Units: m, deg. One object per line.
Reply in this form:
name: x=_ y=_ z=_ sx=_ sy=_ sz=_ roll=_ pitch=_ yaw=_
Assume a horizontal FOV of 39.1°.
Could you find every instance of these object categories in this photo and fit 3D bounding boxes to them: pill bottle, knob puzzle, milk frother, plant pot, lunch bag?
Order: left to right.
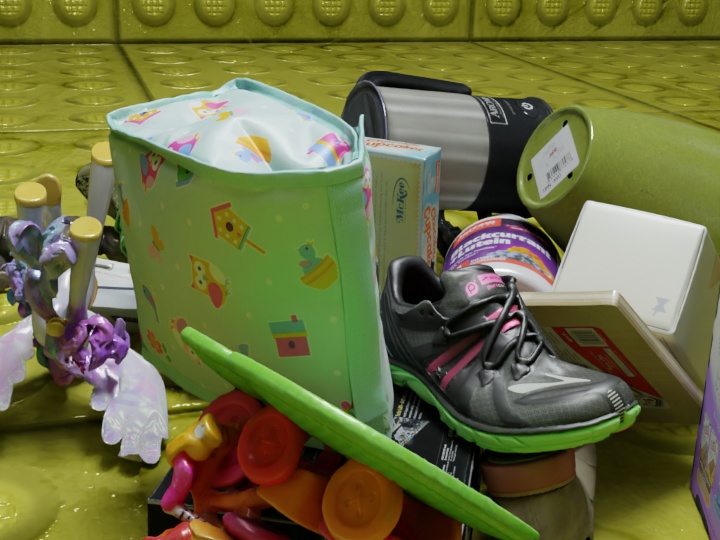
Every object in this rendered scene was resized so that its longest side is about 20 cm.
lunch bag: x=-0.050 y=-0.005 z=0.580 sx=0.121 sy=0.173 sz=0.199 roll=-22 pitch=29 yaw=-33
milk frother: x=0.065 y=-0.084 z=0.997 sx=0.185 sy=0.203 sz=0.181 roll=2 pitch=21 yaw=-22
pill bottle: x=0.122 y=0.018 z=0.876 sx=0.109 sy=0.113 sz=0.200 roll=5 pitch=20 yaw=7
knob puzzle: x=0.127 y=0.056 z=0.715 sx=0.216 sy=0.220 sz=0.031 roll=15 pitch=66 yaw=7
plant pot: x=0.241 y=-0.061 z=0.890 sx=0.198 sy=0.189 sz=0.187 roll=22 pitch=9 yaw=-28

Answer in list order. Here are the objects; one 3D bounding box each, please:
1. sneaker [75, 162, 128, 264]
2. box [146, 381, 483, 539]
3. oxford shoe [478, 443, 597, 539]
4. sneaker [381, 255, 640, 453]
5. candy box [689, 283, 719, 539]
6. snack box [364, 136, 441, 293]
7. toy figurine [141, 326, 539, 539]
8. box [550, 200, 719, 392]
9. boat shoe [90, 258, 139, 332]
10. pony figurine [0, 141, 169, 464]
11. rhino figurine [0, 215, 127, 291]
sneaker: x=-0.210 y=-0.038 z=0.994 sx=0.198 sy=0.078 sz=0.089 roll=32 pitch=44 yaw=11
box: x=-0.013 y=0.130 z=0.594 sx=0.161 sy=0.088 sz=0.200 roll=6 pitch=20 yaw=9
oxford shoe: x=0.114 y=0.138 z=0.631 sx=0.069 sy=0.076 sz=0.200 roll=-13 pitch=-4 yaw=19
sneaker: x=0.071 y=0.043 z=0.585 sx=0.076 sy=0.085 sz=0.199 roll=-14 pitch=25 yaw=-38
candy box: x=0.254 y=0.081 z=0.586 sx=0.070 sy=0.204 sz=0.168 roll=4 pitch=20 yaw=5
snack box: x=0.000 y=0.000 z=0.780 sx=0.114 sy=0.204 sz=0.037 roll=11 pitch=23 yaw=24
toy figurine: x=-0.052 y=0.143 z=0.426 sx=0.198 sy=0.186 sz=0.150 roll=23 pitch=-11 yaw=40
box: x=0.220 y=0.031 z=0.755 sx=0.094 sy=0.079 sz=0.200 roll=17 pitch=-12 yaw=31
boat shoe: x=-0.168 y=0.010 z=0.886 sx=0.198 sy=0.075 sz=0.087 roll=3 pitch=63 yaw=18
pony figurine: x=-0.213 y=0.036 z=0.731 sx=0.163 sy=0.203 sz=0.194 roll=6 pitch=35 yaw=-9
rhino figurine: x=-0.297 y=-0.025 z=1.028 sx=0.196 sy=0.061 sz=0.088 roll=-3 pitch=23 yaw=-18
